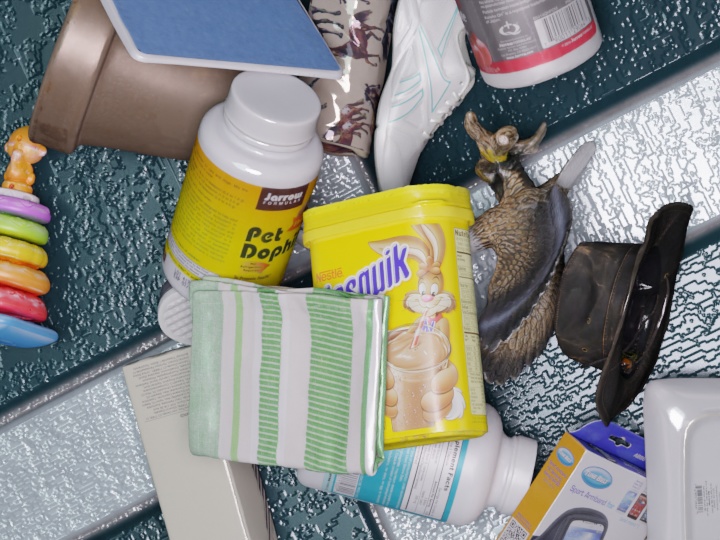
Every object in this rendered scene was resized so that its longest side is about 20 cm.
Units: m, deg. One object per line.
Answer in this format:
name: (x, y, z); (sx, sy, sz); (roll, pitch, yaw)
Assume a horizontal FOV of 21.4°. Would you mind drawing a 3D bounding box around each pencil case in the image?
pencil case: (-0.018, -0.203, 1.690); (0.089, 0.078, 0.202); (11, 95, 20)

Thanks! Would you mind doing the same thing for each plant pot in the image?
plant pot: (-0.179, -0.176, 1.684); (0.174, 0.200, 0.201); (23, 97, -6)

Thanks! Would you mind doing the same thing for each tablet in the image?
tablet: (-0.120, -0.206, 1.594); (0.130, 0.199, 0.014); (60, 136, 38)

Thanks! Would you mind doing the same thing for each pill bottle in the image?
pill bottle: (0.050, 0.157, 1.665); (0.198, 0.111, 0.112); (15, 95, 0)
pill bottle: (-0.097, -0.068, 1.620); (0.109, 0.109, 0.201); (28, 127, 10)
pill bottle: (0.124, -0.265, 1.608); (0.110, 0.111, 0.201); (-17, 111, 12)

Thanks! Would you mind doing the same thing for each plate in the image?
plate: (0.342, 0.190, 1.625); (0.198, 0.032, 0.201); (-2, 93, -3)

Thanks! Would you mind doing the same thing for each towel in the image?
towel: (-0.062, 0.086, 1.559); (0.199, 0.023, 0.154); (4, 94, 36)

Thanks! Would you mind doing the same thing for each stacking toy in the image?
stacking toy: (-0.327, -0.035, 1.762); (0.115, 0.110, 0.202); (8, 82, 23)

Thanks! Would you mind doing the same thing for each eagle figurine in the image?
eagle figurine: (0.133, -0.018, 1.634); (0.151, 0.151, 0.201); (-32, 64, 42)

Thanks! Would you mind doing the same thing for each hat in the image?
hat: (0.209, 0.024, 1.598); (0.080, 0.200, 0.202); (21, 96, 22)

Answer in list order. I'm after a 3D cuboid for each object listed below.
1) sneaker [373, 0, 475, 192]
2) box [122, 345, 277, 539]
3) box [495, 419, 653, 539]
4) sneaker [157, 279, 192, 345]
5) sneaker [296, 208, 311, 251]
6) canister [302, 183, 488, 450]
sneaker: (0.058, -0.156, 1.681); (0.080, 0.070, 0.202); (12, 96, 2)
box: (-0.145, 0.169, 1.735); (0.082, 0.068, 0.202); (-15, 90, 18)
box: (0.185, 0.228, 1.648); (0.119, 0.041, 0.201); (25, 102, -35)
sneaker: (-0.086, 0.047, 1.719); (0.199, 0.080, 0.079); (23, 111, -14)
sneaker: (0.000, 0.000, 1.695); (0.199, 0.073, 0.071); (24, 89, 9)
canister: (0.030, 0.042, 1.565); (0.148, 0.086, 0.202); (-12, 78, 35)
